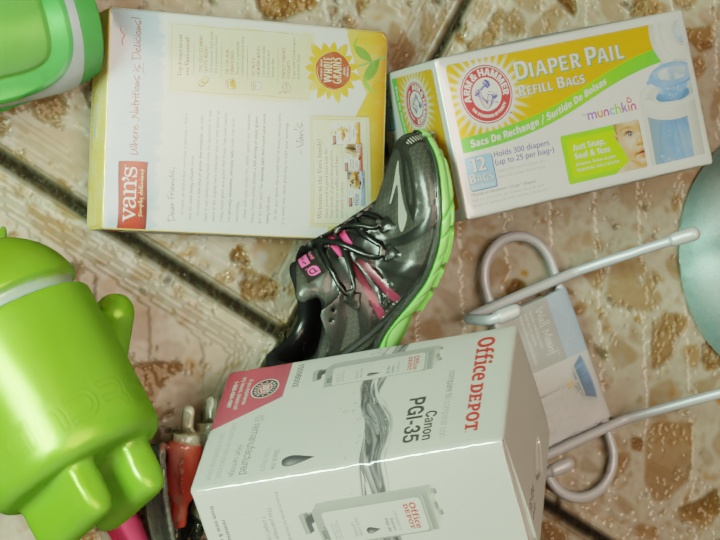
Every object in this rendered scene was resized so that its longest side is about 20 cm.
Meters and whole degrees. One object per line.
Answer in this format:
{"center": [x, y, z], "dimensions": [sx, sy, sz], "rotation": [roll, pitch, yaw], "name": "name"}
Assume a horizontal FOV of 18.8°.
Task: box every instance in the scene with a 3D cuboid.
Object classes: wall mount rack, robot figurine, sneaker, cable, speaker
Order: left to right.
{"center": [-0.263, -0.134, 1.339], "dimensions": [0.199, 0.088, 0.089], "rotation": [-16, 94, -23], "name": "speaker"}
{"center": [-0.200, 0.067, 1.326], "dimensions": [0.175, 0.116, 0.201], "rotation": [-22, 76, -43], "name": "robot figurine"}
{"center": [-0.109, 0.182, 1.393], "dimensions": [0.050, 0.097, 0.201], "rotation": [-5, 86, 11], "name": "cable"}
{"center": [0.000, 0.000, 1.423], "dimensions": [0.083, 0.077, 0.201], "rotation": [19, 103, -25], "name": "sneaker"}
{"center": [0.169, 0.058, 1.525], "dimensions": [0.173, 0.074, 0.201], "rotation": [-22, 97, -23], "name": "wall mount rack"}

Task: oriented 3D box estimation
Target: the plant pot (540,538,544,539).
{"center": [0.078, 0.270, 1.429], "dimensions": [0.200, 0.200, 0.194], "rotation": [27, 90, -20], "name": "plant pot"}

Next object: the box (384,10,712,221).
{"center": [0.124, -0.104, 1.497], "dimensions": [0.199, 0.101, 0.113], "rotation": [-14, 94, -23], "name": "box"}

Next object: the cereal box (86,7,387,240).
{"center": [-0.080, -0.093, 1.441], "dimensions": [0.199, 0.039, 0.145], "rotation": [3, 89, -23], "name": "cereal box"}

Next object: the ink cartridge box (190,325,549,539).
{"center": [0.010, 0.116, 1.361], "dimensions": [0.199, 0.147, 0.083], "rotation": [-11, 116, 13], "name": "ink cartridge box"}

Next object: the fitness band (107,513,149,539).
{"center": [-0.226, 0.191, 1.368], "dimensions": [0.199, 0.037, 0.144], "rotation": [11, 83, -24], "name": "fitness band"}

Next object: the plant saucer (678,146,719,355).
{"center": [0.331, -0.013, 1.618], "dimensions": [0.200, 0.039, 0.202], "rotation": [1, 87, -24], "name": "plant saucer"}
